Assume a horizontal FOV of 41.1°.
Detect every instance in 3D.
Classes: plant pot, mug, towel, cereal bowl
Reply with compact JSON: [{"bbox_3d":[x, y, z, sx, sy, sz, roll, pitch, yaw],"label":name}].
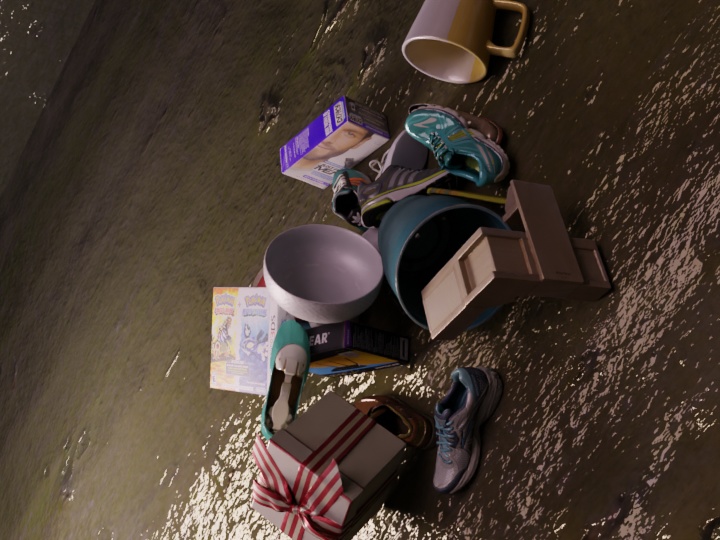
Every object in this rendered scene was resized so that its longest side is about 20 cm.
[{"bbox_3d":[0.118,-0.030,1.499,0.201,0.199,0.188,-64,24,10],"label":"plant pot"},{"bbox_3d":[0.179,-0.414,1.626,0.149,0.185,0.155,130,159,-76],"label":"mug"},{"bbox_3d":[0.198,-0.110,1.501,0.199,0.085,0.018,15,101,51],"label":"towel"},{"bbox_3d":[-0.062,0.016,1.564,0.201,0.198,0.084,-121,29,-43],"label":"cereal bowl"}]

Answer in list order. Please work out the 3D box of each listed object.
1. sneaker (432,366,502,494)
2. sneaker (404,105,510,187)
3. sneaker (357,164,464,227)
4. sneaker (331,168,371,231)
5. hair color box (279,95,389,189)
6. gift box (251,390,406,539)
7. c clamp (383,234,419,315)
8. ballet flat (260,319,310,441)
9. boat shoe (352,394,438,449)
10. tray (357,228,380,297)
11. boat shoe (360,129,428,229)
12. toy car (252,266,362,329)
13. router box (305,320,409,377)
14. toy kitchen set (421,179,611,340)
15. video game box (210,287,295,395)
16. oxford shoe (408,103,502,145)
[{"bbox_3d":[0.138,0.235,1.444,0.077,0.086,0.202,17,90,52],"label":"sneaker"},{"bbox_3d":[0.147,-0.200,1.541,0.199,0.079,0.078,35,138,27],"label":"sneaker"},{"bbox_3d":[0.083,-0.147,1.595,0.198,0.074,0.081,-21,61,-6],"label":"sneaker"},{"bbox_3d":[-0.020,-0.139,1.772,0.072,0.079,0.200,-59,35,18],"label":"sneaker"},{"bbox_3d":[-0.051,-0.240,1.831,0.199,0.109,0.065,-35,52,38],"label":"hair color box"},{"bbox_3d":[-0.059,0.311,1.487,0.184,0.186,0.201,28,128,22],"label":"gift box"},{"bbox_3d":[0.078,-0.043,1.674,0.171,0.027,0.202,35,105,56],"label":"c clamp"},{"bbox_3d":[-0.117,0.181,1.545,0.070,0.067,0.202,170,111,-78],"label":"ballet flat"},{"bbox_3d":[0.041,0.241,1.572,0.199,0.068,0.073,3,79,51],"label":"boat shoe"},{"bbox_3d":[0.000,0.000,1.644,0.200,0.022,0.107,-43,45,-10],"label":"tray"},{"bbox_3d":[0.051,-0.160,1.693,0.086,0.074,0.204,-4,61,55],"label":"boat shoe"},{"bbox_3d":[-0.077,0.063,1.716,0.199,0.176,0.186,34,108,38],"label":"toy car"},{"bbox_3d":[-0.036,0.137,1.640,0.199,0.148,0.052,-17,63,46],"label":"router box"},{"bbox_3d":[0.211,-0.010,1.380,0.181,0.198,0.164,-51,42,48],"label":"toy kitchen set"},{"bbox_3d":[-0.188,0.120,1.663,0.199,0.047,0.184,-2,84,48],"label":"video game box"},{"bbox_3d":[0.154,-0.237,1.609,0.199,0.074,0.071,23,92,50],"label":"oxford shoe"}]
